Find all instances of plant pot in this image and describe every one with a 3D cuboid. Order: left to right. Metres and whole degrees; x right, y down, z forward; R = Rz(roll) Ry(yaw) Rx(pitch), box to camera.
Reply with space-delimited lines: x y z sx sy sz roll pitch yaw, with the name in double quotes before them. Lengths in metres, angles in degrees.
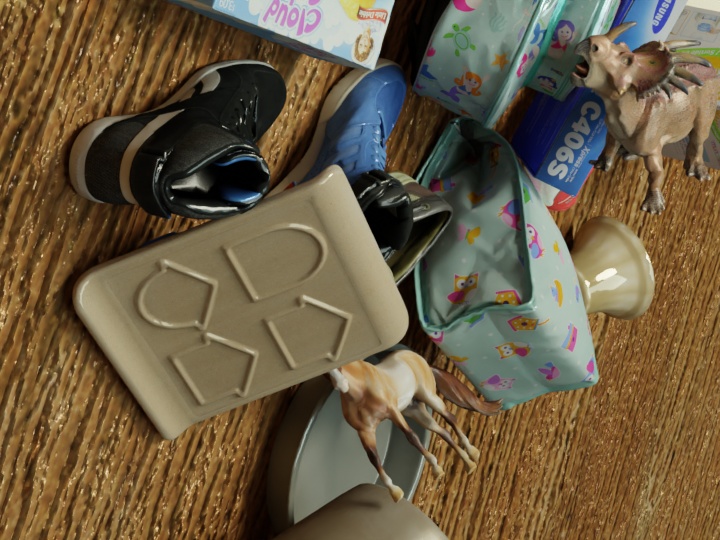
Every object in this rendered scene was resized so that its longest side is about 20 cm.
"plant pot" -0.014 0.264 1.412 0.174 0.199 0.201 -44 139 -25

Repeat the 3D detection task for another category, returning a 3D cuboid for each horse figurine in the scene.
"horse figurine" 0.035 0.106 1.457 0.050 0.133 0.199 -43 164 27

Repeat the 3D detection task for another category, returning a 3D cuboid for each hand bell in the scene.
"hand bell" 0.168 0.031 1.722 0.199 0.104 0.105 -24 125 -34

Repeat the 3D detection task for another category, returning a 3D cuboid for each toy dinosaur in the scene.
"toy dinosaur" 0.237 -0.133 1.431 0.199 0.085 0.137 -25 134 -51

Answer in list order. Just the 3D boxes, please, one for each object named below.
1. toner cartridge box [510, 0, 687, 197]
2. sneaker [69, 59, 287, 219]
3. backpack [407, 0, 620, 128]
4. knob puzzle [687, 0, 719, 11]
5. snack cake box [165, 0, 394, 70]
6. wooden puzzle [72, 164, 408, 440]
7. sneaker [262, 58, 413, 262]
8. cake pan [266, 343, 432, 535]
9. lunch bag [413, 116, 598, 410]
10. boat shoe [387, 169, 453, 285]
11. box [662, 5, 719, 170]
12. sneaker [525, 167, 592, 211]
"toner cartridge box" 0.196 -0.167 1.512 0.043 0.095 0.201 24 106 -18
"sneaker" -0.087 -0.080 1.237 0.199 0.111 0.074 -32 130 -46
"backpack" 0.120 -0.209 1.443 0.201 0.150 0.178 -60 179 -6
"knob puzzle" 0.365 -0.320 1.792 0.217 0.030 0.222 -1 94 -15
"snack cake box" -0.051 -0.216 1.269 0.199 0.067 0.116 11 95 -57
"wooden puzzle" -0.081 0.018 1.289 0.198 0.047 0.186 -25 139 1
"sneaker" 0.008 -0.070 1.385 0.201 0.110 0.077 -54 143 -27
"cake pan" -0.010 0.152 1.530 0.200 0.036 0.202 -31 129 -46
"lunch bag" 0.115 -0.011 1.563 0.170 0.121 0.202 46 32 -53
"boat shoe" 0.000 0.000 1.448 0.200 0.064 0.074 -52 144 -27
"box" 0.317 -0.169 1.720 0.102 0.199 0.113 -59 145 -20
"sneaker" 0.193 -0.140 1.661 0.201 0.076 0.085 -63 155 -28
